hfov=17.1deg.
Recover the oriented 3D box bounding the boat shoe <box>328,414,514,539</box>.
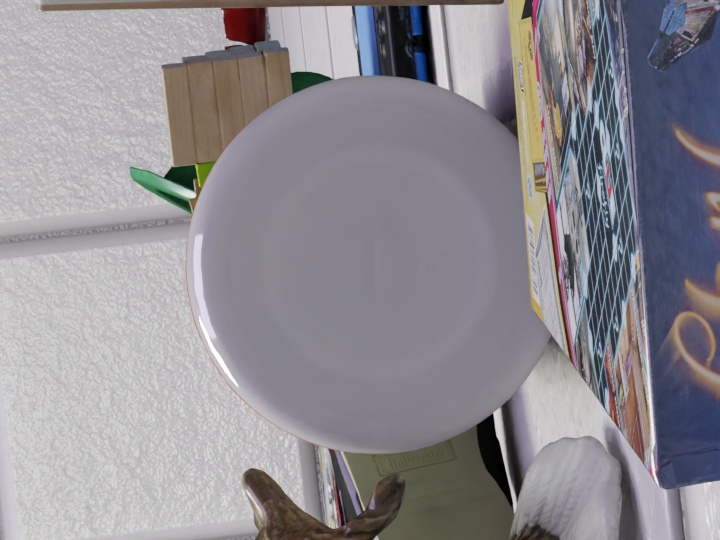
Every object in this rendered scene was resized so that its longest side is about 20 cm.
[{"bbox_3d":[0.019,0.069,0.910,0.063,0.074,0.201,103,157,-55],"label":"boat shoe"}]

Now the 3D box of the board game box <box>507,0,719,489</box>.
[{"bbox_3d":[0.051,-0.075,0.451,0.135,0.035,0.200,-111,15,-76],"label":"board game box"}]

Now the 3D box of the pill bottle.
[{"bbox_3d":[0.000,0.000,0.789,0.200,0.113,0.113,162,101,-87],"label":"pill bottle"}]

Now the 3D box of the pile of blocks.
[{"bbox_3d":[-0.031,-0.021,1.120,0.200,0.082,0.062,59,-177,-15],"label":"pile of blocks"}]

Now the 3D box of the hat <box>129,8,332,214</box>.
[{"bbox_3d":[-0.022,-0.098,1.314,0.200,0.166,0.176,38,-105,-79],"label":"hat"}]

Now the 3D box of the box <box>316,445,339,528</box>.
[{"bbox_3d":[0.004,0.161,1.521,0.200,0.048,0.159,102,161,-78],"label":"box"}]

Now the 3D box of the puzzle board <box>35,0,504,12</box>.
[{"bbox_3d":[-0.037,-0.123,0.850,0.200,0.151,0.017,-107,16,-70],"label":"puzzle board"}]

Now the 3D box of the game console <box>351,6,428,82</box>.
[{"bbox_3d":[-0.037,-0.119,1.126,0.200,0.118,0.171,-150,54,-86],"label":"game console"}]

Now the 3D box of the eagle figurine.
[{"bbox_3d":[0.030,0.140,0.717,0.152,0.151,0.200,-57,-48,-19],"label":"eagle figurine"}]
